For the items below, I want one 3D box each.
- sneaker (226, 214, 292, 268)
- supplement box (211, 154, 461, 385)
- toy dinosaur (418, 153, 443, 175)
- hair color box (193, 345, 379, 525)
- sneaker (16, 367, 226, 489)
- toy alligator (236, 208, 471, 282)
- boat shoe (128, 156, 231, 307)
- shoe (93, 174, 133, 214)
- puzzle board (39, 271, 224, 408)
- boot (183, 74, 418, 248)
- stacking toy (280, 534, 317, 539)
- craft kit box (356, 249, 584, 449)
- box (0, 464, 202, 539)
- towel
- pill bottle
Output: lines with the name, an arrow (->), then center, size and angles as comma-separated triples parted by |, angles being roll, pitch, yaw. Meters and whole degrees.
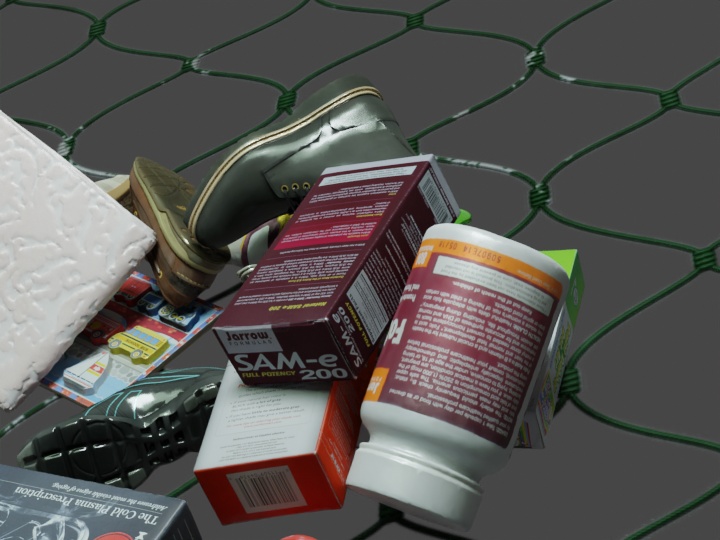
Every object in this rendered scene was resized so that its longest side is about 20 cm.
sneaker -> -0.065, -0.074, 1.709 | 0.090, 0.075, 0.200 | 2, 38, 17
supplement box -> -0.015, -0.002, 1.406 | 0.108, 0.061, 0.200 | -5, 35, 36
toy dinosaur -> 0.016, -0.048, 1.630 | 0.077, 0.102, 0.201 | -24, 35, 50
hair color box -> -0.051, 0.096, 1.409 | 0.101, 0.061, 0.200 | -10, 36, 20
sneaker -> -0.177, 0.128, 1.497 | 0.199, 0.076, 0.079 | -15, 21, -9
toy alligator -> 0.000, 0.000, 1.530 | 0.199, 0.059, 0.055 | -16, 75, 1
boat shoe -> -0.177, -0.038, 1.684 | 0.068, 0.072, 0.200 | -56, 33, 17
shoe -> -0.257, -0.041, 1.730 | 0.053, 0.070, 0.200 | 3, 18, 28
puzzle board -> -0.238, 0.050, 1.661 | 0.200, 0.017, 0.151 | 20, 49, 41
boot -> -0.041, -0.061, 1.551 | 0.200, 0.077, 0.138 | -41, 52, 3
stacking toy -> -0.084, 0.251, 1.271 | 0.085, 0.086, 0.200 | 10, 39, 33
craft kit box -> 0.068, 0.062, 1.495 | 0.197, 0.049, 0.200 | 0, 38, 18
box -> -0.231, 0.244, 1.316 | 0.199, 0.104, 0.182 | 6, 42, 30
towel -> -0.309, -0.011, 1.619 | 0.191, 0.032, 0.200 | 39, 84, 7
pill bottle -> 0.067, 0.078, 1.347 | 0.114, 0.114, 0.201 | 13, 77, 36
